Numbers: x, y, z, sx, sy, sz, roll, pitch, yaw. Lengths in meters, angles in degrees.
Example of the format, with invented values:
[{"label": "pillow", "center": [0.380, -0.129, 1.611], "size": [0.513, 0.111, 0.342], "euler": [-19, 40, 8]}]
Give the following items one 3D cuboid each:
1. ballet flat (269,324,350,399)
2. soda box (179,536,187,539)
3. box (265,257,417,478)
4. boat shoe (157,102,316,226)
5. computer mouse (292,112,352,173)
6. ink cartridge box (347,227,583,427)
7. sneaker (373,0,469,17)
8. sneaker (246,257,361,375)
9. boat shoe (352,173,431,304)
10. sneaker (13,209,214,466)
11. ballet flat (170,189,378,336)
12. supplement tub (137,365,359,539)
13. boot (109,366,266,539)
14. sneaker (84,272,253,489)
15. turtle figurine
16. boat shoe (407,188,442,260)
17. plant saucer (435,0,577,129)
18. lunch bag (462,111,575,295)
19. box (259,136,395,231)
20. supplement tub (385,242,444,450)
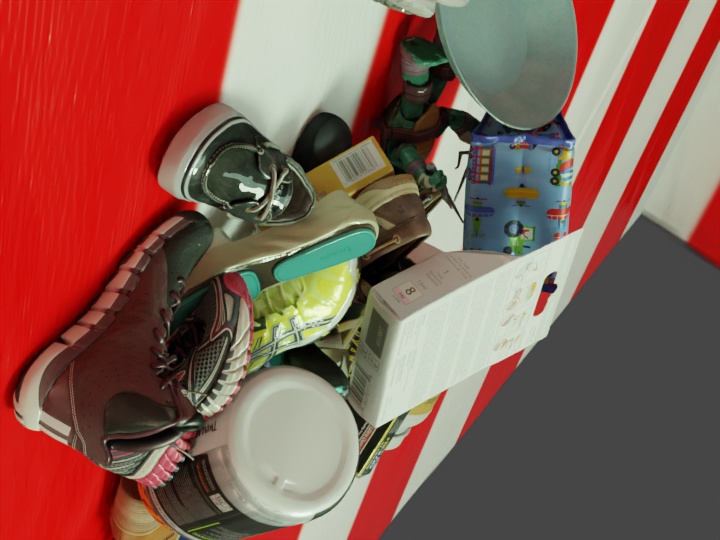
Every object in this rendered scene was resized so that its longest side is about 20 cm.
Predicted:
[{"label": "ballet flat", "center": [-0.046, 0.079, 1.408], "size": [0.200, 0.068, 0.068], "euler": [-117, -158, -68]}, {"label": "soda box", "center": [-0.173, 0.254, 1.550], "size": [0.200, 0.070, 0.063], "euler": [-44, 161, -43]}, {"label": "box", "center": [-0.009, 0.070, 1.517], "size": [0.200, 0.160, 0.049], "euler": [-57, 166, 4]}, {"label": "boat shoe", "center": [-0.078, -0.071, 1.141], "size": [0.072, 0.071, 0.200], "euler": [-59, 166, 10]}, {"label": "computer mouse", "center": [-0.031, -0.072, 1.384], "size": [0.059, 0.034, 0.200], "euler": [-52, 166, -22]}, {"label": "ink cartridge box", "center": [0.087, 0.038, 1.373], "size": [0.200, 0.057, 0.163], "euler": [-30, 151, -28]}, {"label": "sneaker", "center": [0.044, -0.249, 1.192], "size": [0.200, 0.078, 0.100], "euler": [-42, 152, -68]}, {"label": "sneaker", "center": [-0.080, 0.041, 1.301], "size": [0.200, 0.075, 0.076], "euler": [-43, 166, 15]}, {"label": "boat shoe", "center": [0.000, 0.000, 1.341], "size": [0.072, 0.072, 0.200], "euler": [-15, 157, -41]}, {"label": "sneaker", "center": [-0.140, 0.058, 1.120], "size": [0.200, 0.115, 0.076], "euler": [-51, 165, -21]}, {"label": "ballet flat", "center": [-0.084, -0.011, 1.242], "size": [0.200, 0.070, 0.069], "euler": [-22, 156, -14]}, {"label": "supplement tub", "center": [-0.098, 0.153, 1.278], "size": [0.123, 0.123, 0.200], "euler": [-48, -168, -33]}, {"label": "boot", "center": [-0.151, 0.185, 1.454], "size": [0.200, 0.077, 0.155], "euler": [-49, 165, -34]}, {"label": "sneaker", "center": [-0.143, 0.083, 1.192], "size": [0.200, 0.075, 0.081], "euler": [-55, -153, 24]}, {"label": "turtle figurine", "center": [0.062, -0.127, 1.449], "size": [0.150, 0.101, 0.200], "euler": [-64, 164, -51]}, {"label": "boat shoe", "center": [0.014, -0.018, 1.581], "size": [0.200, 0.072, 0.072], "euler": [-59, 166, 7]}, {"label": "plant saucer", "center": [0.117, -0.218, 1.381], "size": [0.201, 0.039, 0.201], "euler": [10, 77, -48]}, {"label": "lunch bag", "center": [0.144, -0.087, 1.485], "size": [0.200, 0.094, 0.151], "euler": [-81, 173, -65]}, {"label": "box", "center": [-0.023, -0.040, 1.381], "size": [0.119, 0.042, 0.200], "euler": [-29, 165, -4]}, {"label": "supplement tub", "center": [0.035, 0.078, 1.719], "size": [0.200, 0.145, 0.145], "euler": [-62, 166, 21]}]
